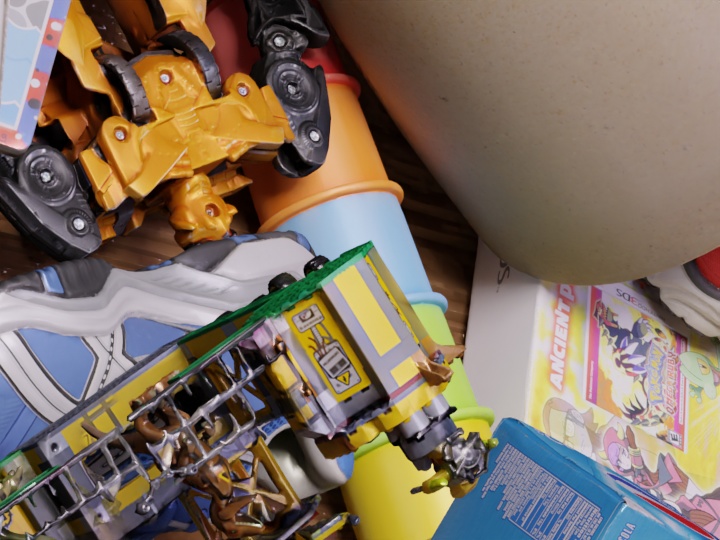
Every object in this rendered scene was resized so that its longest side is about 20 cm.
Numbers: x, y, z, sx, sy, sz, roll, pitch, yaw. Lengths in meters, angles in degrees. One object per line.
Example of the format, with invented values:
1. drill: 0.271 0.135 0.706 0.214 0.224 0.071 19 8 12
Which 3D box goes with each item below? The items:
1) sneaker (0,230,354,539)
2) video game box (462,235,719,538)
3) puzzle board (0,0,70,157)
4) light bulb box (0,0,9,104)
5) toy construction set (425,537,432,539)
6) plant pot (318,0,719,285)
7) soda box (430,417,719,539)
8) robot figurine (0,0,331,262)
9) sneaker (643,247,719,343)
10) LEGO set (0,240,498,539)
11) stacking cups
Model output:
1. sneaker: -0.074 0.042 0.785 0.199 0.076 0.077 -14 78 -43
2. video game box: 0.118 0.033 0.992 0.182 0.047 0.201 33 48 -29
3. puzzle board: -0.169 -0.128 0.779 0.199 0.017 0.152 18 59 -12
4. light bulb box: -0.179 -0.007 0.623 0.124 0.200 0.200 21 55 -33
5. toy construction set: 0.079 0.129 0.832 0.199 0.131 0.093 16 60 -21
6. plant pot: 0.047 -0.128 0.884 0.200 0.187 0.188 41 44 -35
7. soda box: 0.024 0.145 0.715 0.068 0.064 0.201 29 93 -32
8. robot figurine: -0.092 -0.092 0.850 0.144 0.058 0.201 -22 83 -39
9. sneaker: 0.149 -0.068 0.983 0.077 0.085 0.201 25 51 -33
10. LEGO set: -0.047 0.093 0.684 0.200 0.153 0.116 -37 97 -39
11. stacking cups: 0.000 0.000 0.887 0.060 0.060 0.201 -3 70 -44
